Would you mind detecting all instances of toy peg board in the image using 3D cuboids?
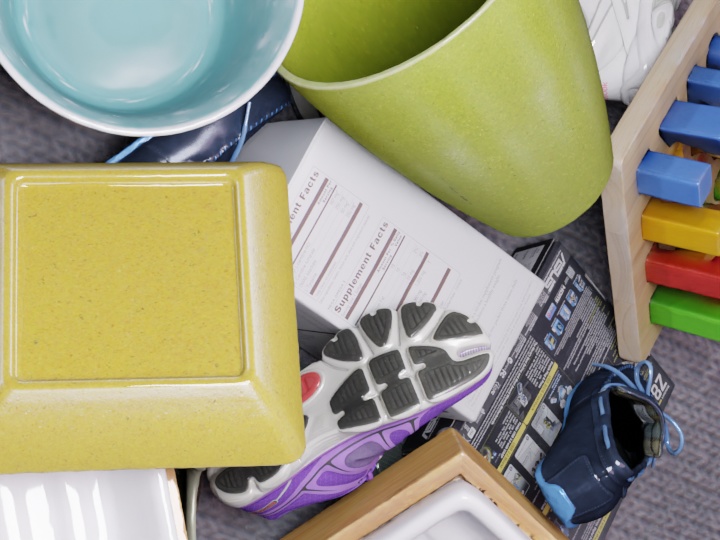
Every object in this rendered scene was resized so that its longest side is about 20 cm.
[{"bbox_3d":[0.257,-0.061,1.388,0.200,0.098,0.200,-56,149,-35],"label":"toy peg board"}]

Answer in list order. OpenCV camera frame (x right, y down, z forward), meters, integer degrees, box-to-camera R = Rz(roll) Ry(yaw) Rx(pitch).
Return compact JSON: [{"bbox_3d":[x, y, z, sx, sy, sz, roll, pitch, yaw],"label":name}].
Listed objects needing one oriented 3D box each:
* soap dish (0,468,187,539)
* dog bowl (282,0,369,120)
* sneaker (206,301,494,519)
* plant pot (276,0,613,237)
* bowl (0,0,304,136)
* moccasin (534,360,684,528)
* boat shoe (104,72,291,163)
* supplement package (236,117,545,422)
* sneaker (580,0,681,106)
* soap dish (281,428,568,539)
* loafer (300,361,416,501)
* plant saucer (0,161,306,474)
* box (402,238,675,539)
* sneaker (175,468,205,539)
[{"bbox_3d":[-0.208,0.140,1.155,0.199,0.081,0.158,-10,83,-14],"label":"soap dish"},{"bbox_3d":[0.047,-0.156,1.345,0.199,0.074,0.201,-1,92,-31],"label":"dog bowl"},{"bbox_3d":[-0.002,0.091,1.235,0.083,0.200,0.081,41,25,-49],"label":"sneaker"},{"bbox_3d":[0.072,-0.117,1.232,0.187,0.187,0.200,-54,130,-19],"label":"plant pot"},{"bbox_3d":[-0.140,-0.169,1.193,0.200,0.105,0.202,2,81,-13],"label":"bowl"},{"bbox_3d":[0.177,0.113,1.314,0.081,0.068,0.200,52,26,-9],"label":"moccasin"},{"bbox_3d":[-0.122,-0.052,1.247,0.200,0.084,0.069,-35,94,-11],"label":"boat shoe"},{"bbox_3d":[0.000,0.000,1.296,0.200,0.114,0.110,36,74,-27],"label":"supplement package"},{"bbox_3d":[0.187,-0.209,1.430,0.078,0.099,0.201,78,23,-56],"label":"sneaker"},{"bbox_3d":[0.036,0.203,1.283,0.200,0.081,0.157,-35,119,21],"label":"soap dish"},{"bbox_3d":[-0.012,0.121,1.333,0.200,0.063,0.072,37,50,-31],"label":"loafer"},{"bbox_3d":[-0.134,0.014,1.135,0.199,0.048,0.201,-1,62,-8],"label":"plant saucer"},{"bbox_3d":[0.131,0.103,1.393,0.161,0.049,0.200,47,53,-22],"label":"box"},{"bbox_3d":[-0.144,0.197,1.235,0.070,0.075,0.201,13,84,-31],"label":"sneaker"}]
